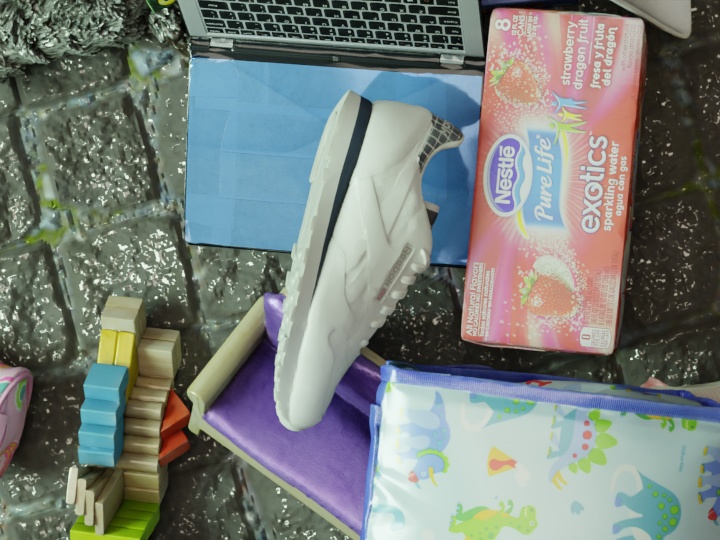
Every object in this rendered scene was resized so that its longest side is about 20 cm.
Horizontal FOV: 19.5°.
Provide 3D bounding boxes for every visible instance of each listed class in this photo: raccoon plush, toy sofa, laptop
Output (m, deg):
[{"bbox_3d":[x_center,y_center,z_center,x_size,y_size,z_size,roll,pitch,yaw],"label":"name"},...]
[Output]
[{"bbox_3d":[-0.183,-0.136,1.323,0.199,0.097,0.135,31,101,7],"label":"raccoon plush"},{"bbox_3d":[-0.005,0.106,1.274,0.199,0.098,0.083,36,67,7],"label":"toy sofa"},{"bbox_3d":[-0.024,-0.101,1.242,0.186,0.200,0.117,5,67,9],"label":"laptop"}]

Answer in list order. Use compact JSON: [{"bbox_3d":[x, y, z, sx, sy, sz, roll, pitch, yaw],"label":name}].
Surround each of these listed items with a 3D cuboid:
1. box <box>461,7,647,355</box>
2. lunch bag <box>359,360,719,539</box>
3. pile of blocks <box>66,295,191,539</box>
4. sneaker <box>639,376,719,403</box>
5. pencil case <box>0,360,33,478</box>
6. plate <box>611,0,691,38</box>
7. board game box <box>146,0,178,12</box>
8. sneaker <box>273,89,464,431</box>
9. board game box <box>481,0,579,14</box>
[{"bbox_3d":[0.119,-0.052,1.268,0.095,0.100,0.202,6,91,8],"label":"box"},{"bbox_3d":[0.097,0.144,1.170,0.198,0.127,0.172,6,91,-12],"label":"lunch bag"},{"bbox_3d":[-0.141,0.118,1.313,0.062,0.082,0.202,5,89,9],"label":"pile of blocks"},{"bbox_3d":[0.160,0.126,1.271,0.199,0.075,0.105,-21,91,0],"label":"sneaker"},{"bbox_3d":[-0.310,0.069,1.339,0.199,0.087,0.088,21,92,7],"label":"pencil case"},{"bbox_3d":[0.128,-0.251,1.223,0.032,0.199,0.201,-9,74,39],"label":"plate"},{"bbox_3d":[-0.108,-0.264,1.307,0.104,0.023,0.201,-21,64,4],"label":"board game box"},{"bbox_3d":[0.000,0.000,1.215,0.080,0.076,0.201,15,94,-10],"label":"sneaker"},{"bbox_3d":[0.063,-0.261,1.311,0.134,0.034,0.202,-4,89,9],"label":"board game box"}]
